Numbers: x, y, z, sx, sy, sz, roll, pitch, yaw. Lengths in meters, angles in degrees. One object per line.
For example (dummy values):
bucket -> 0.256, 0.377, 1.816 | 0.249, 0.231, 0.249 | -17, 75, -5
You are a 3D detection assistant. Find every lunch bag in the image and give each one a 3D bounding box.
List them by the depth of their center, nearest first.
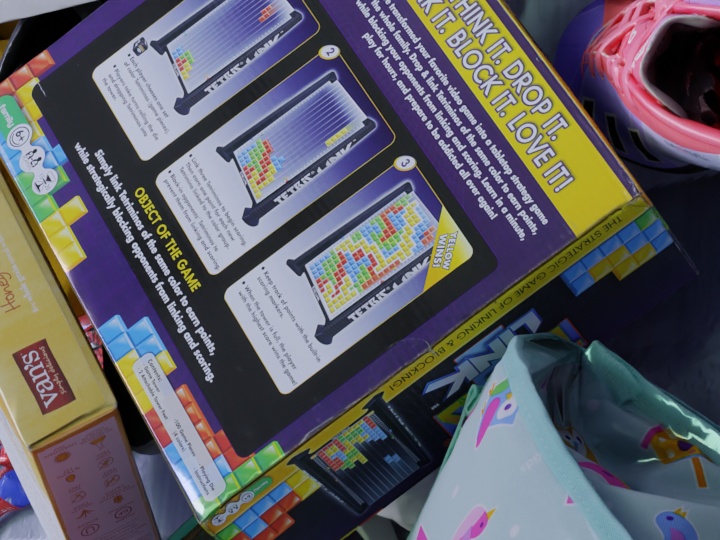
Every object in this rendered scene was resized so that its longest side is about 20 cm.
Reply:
lunch bag -> 0.063, 0.132, 0.836 | 0.200, 0.121, 0.171 | 49, 119, 50

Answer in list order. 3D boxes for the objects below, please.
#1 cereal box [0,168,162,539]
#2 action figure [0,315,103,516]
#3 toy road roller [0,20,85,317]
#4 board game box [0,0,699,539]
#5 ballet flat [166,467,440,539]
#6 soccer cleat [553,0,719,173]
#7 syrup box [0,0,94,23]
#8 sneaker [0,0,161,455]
cereal box -> -0.116, 0.050, 1.117 | 0.144, 0.039, 0.200 | 60, 170, 29
action figure -> -0.133, 0.058, 1.292 | 0.200, 0.052, 0.066 | -34, 44, 46
toy road roller -> -0.142, -0.053, 1.290 | 0.146, 0.200, 0.123 | 32, 109, 16
board game box -> -0.013, -0.027, 0.956 | 0.165, 0.057, 0.200 | -35, 52, 4
ballet flat -> 0.002, 0.067, 1.033 | 0.068, 0.068, 0.200 | 48, 136, 9
soccer cleat -> 0.102, -0.062, 0.911 | 0.200, 0.073, 0.069 | 24, 97, 63
syrup box -> -0.087, -0.186, 1.070 | 0.081, 0.079, 0.200 | -8, 41, 44
sneaker -> -0.094, -0.024, 1.099 | 0.071, 0.099, 0.201 | 33, 119, 45
